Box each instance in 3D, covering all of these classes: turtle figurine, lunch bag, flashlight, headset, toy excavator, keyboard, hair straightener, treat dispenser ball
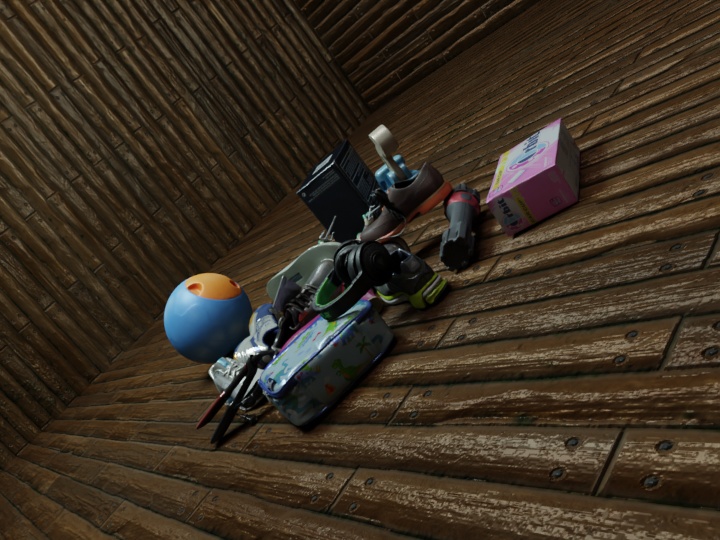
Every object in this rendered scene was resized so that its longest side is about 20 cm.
[{"bbox_3d":[-0.024,-0.046,1.388,0.148,0.102,0.200,-23,-15,-37],"label":"turtle figurine"},{"bbox_3d":[-0.056,0.130,0.998,0.200,0.083,0.160,-42,12,-13],"label":"lunch bag"},{"bbox_3d":[0.158,-0.069,1.089,0.067,0.068,0.201,-26,24,27],"label":"flashlight"},{"bbox_3d":[-0.006,-0.021,0.999,0.201,0.094,0.123,-49,19,-12],"label":"headset"},{"bbox_3d":[0.071,-0.210,1.432,0.099,0.201,0.194,-40,14,-3],"label":"toy excavator"},{"bbox_3d":[-0.110,0.060,1.210,0.057,0.010,0.200,-67,-20,-8],"label":"keyboard"},{"bbox_3d":[-0.188,0.212,1.111,0.201,0.077,0.041,-51,-13,12],"label":"hair straightener"},{"bbox_3d":[-0.342,0.108,1.529,0.200,0.202,0.201,-36,15,11],"label":"treat dispenser ball"}]

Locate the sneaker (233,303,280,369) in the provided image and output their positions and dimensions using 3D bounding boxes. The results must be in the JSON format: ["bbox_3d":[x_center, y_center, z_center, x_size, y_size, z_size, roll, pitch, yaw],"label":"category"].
[{"bbox_3d":[-0.179,0.131,1.347,0.087,0.076,0.201,-20,28,21],"label":"sneaker"}]

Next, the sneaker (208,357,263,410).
[{"bbox_3d":[-0.222,0.194,1.209,0.075,0.087,0.199,-46,17,-33],"label":"sneaker"}]

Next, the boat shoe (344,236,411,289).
[{"bbox_3d":[0.000,0.000,1.226,0.198,0.075,0.073,-31,4,35],"label":"boat shoe"}]

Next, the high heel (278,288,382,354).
[{"bbox_3d":[-0.059,0.088,1.129,0.199,0.068,0.096,-38,23,-9],"label":"high heel"}]

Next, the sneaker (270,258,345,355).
[{"bbox_3d":[-0.090,0.068,1.152,0.076,0.082,0.203,17,78,27],"label":"sneaker"}]

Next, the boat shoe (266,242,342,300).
[{"bbox_3d":[-0.092,-0.006,1.260,0.199,0.071,0.072,-28,10,32],"label":"boat shoe"}]

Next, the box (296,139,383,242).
[{"bbox_3d":[-0.026,-0.163,1.542,0.122,0.199,0.201,-35,15,21],"label":"box"}]

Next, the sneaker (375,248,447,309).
[{"bbox_3d":[0.065,0.003,1.060,0.074,0.081,0.199,-43,15,-17],"label":"sneaker"}]

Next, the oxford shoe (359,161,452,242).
[{"bbox_3d":[0.064,-0.114,1.183,0.199,0.073,0.071,-36,14,26],"label":"oxford shoe"}]

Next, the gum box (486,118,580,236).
[{"bbox_3d":[0.266,-0.146,1.024,0.112,0.067,0.201,-29,18,31],"label":"gum box"}]
